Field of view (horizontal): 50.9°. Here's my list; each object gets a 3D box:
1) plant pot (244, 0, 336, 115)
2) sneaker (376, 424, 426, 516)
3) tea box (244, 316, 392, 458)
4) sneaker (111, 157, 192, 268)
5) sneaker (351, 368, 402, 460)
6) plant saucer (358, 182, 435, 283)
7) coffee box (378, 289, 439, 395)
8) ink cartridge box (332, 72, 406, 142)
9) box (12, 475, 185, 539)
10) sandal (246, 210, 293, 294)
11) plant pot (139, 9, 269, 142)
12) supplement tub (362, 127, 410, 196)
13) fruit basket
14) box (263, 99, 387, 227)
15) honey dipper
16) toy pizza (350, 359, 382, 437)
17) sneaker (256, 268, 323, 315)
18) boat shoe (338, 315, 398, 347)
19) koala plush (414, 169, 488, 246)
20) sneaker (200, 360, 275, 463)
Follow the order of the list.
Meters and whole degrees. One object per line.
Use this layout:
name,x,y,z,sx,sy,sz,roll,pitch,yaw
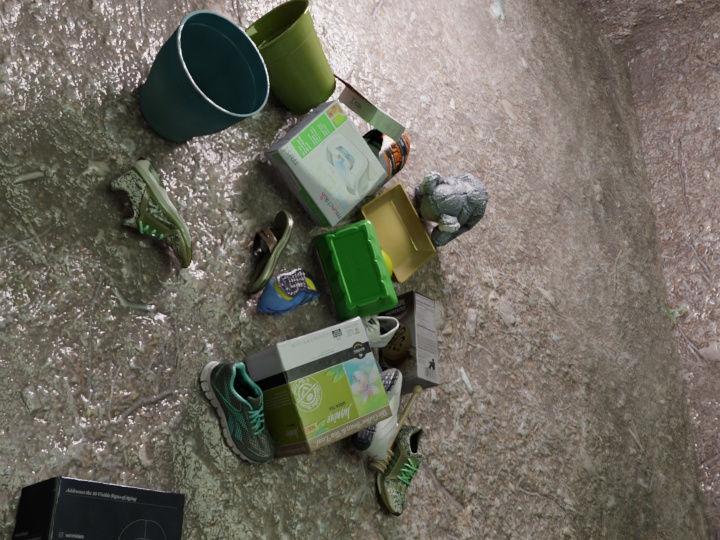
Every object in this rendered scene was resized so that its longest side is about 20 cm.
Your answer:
plant pot,-0.146,-0.449,1.640,0.191,0.198,0.202,53,40,-34
sneaker,0.092,0.402,1.560,0.077,0.088,0.202,34,50,-34
tea box,-0.077,0.215,1.394,0.198,0.133,0.200,-16,85,-38
sneaker,-0.360,-0.086,1.299,0.088,0.077,0.202,-31,97,-23
sneaker,0.043,0.291,1.535,0.087,0.074,0.202,52,48,-34
plant saucer,0.079,-0.087,1.815,0.200,0.048,0.202,-37,102,-51
coffee box,0.105,0.160,1.674,0.079,0.112,0.203,23,55,-40
ink cartridge box,-0.005,-0.382,1.728,0.175,0.045,0.200,29,12,-34
box,-0.356,0.397,1.018,0.199,0.123,0.200,24,57,-40
sandal,-0.183,-0.046,1.474,0.057,0.080,0.203,32,49,-17
plant pot,-0.302,-0.335,1.383,0.199,0.187,0.203,24,56,-41
supplement tub,0.036,-0.266,1.792,0.123,0.122,0.200,57,40,-12
fruit basket,0.000,0.000,1.641,0.216,0.153,0.219,162,-90,-86
box,-0.074,-0.225,1.607,0.176,0.096,0.201,-43,110,-18
honey dipper,0.077,0.324,1.573,0.038,0.038,0.201,42,63,-26
toy pizza,-0.018,0.245,1.555,0.199,0.031,0.203,24,56,-39
sneaker,-0.142,0.046,1.496,0.066,0.078,0.200,52,19,10
boat shoe,0.010,0.123,1.581,0.074,0.065,0.199,51,26,19
koala plush,0.211,-0.167,1.866,0.199,0.182,0.180,-4,73,-65
sneaker,-0.198,0.243,1.301,0.077,0.091,0.202,-40,103,-49
